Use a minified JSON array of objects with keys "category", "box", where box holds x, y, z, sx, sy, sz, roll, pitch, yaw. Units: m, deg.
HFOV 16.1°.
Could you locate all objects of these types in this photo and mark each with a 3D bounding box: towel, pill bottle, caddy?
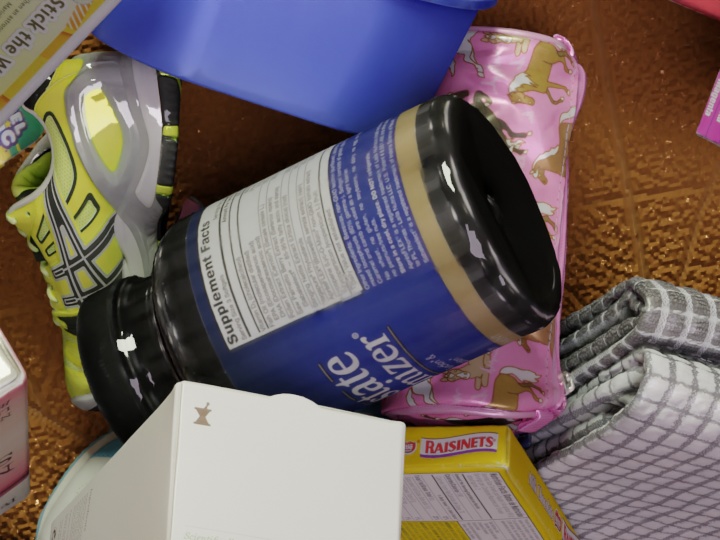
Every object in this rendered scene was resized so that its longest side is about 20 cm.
[{"category":"towel","box":[0.159,0.078,1.256,0.165,0.200,0.086,15,64,-22]},{"category":"pill bottle","box":[-0.021,0.010,1.129,0.199,0.112,0.112,-25,113,19]},{"category":"caddy","box":[-0.035,-0.142,1.159,0.199,0.141,0.105,17,107,-17]}]

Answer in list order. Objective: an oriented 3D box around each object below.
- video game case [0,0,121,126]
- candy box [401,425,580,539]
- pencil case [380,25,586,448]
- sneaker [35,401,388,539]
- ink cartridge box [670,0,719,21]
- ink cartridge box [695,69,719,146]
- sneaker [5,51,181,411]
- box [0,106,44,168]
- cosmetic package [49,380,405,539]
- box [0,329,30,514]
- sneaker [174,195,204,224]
[{"category":"video game case","box":[-0.210,-0.134,1.090,0.182,0.023,0.200,35,129,-20]},{"category":"candy box","box":[0.048,0.124,1.244,0.102,0.027,0.200,-4,153,16]},{"category":"pencil case","box":[0.060,-0.018,1.208,0.086,0.083,0.201,12,72,-26]},{"category":"sneaker","box":[-0.078,0.107,1.265,0.200,0.081,0.077,-34,113,2]},{"category":"ink cartridge box","box":[0.109,-0.222,1.192,0.199,0.083,0.147,19,103,-17]},{"category":"ink cartridge box","box":[0.219,-0.150,1.191,0.043,0.200,0.197,25,105,22]},{"category":"sneaker","box":[-0.129,-0.021,1.207,0.076,0.076,0.201,6,123,-6]},{"category":"box","box":[-0.258,-0.066,1.189,0.199,0.048,0.118,-29,111,1]},{"category":"cosmetic package","box":[-0.066,0.126,1.127,0.107,0.200,0.085,11,65,-18]},{"category":"box","box":[-0.226,0.065,1.133,0.128,0.200,0.109,-31,77,-15]},{"category":"sneaker","box":[0.000,0.000,1.253,0.199,0.070,0.083,-2,99,-17]}]
